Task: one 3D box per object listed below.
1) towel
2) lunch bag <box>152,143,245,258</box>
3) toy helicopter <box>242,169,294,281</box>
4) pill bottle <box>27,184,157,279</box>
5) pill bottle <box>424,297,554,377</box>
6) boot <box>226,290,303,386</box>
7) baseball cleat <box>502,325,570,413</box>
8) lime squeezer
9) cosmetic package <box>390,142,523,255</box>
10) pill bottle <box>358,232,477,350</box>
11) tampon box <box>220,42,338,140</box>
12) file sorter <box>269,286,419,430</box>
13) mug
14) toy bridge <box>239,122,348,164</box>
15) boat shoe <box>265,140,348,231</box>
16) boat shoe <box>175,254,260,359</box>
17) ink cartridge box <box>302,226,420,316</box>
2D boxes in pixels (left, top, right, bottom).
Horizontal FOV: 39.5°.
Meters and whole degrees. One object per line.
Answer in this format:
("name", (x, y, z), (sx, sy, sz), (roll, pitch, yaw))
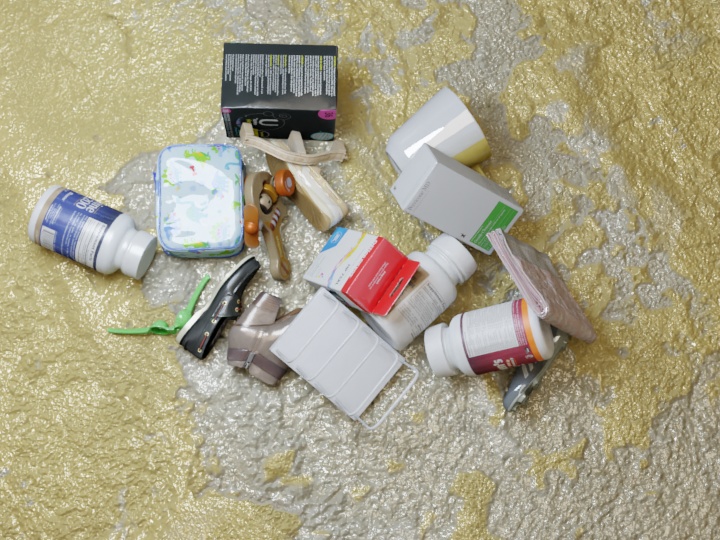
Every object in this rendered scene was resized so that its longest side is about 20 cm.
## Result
("towel", (0.310, 0.026, 1.691), (0.032, 0.200, 0.191), (-40, 54, 21))
("lunch bag", (-0.283, -0.123, 1.771), (0.161, 0.082, 0.200), (-2, 78, -4))
("toy helicopter", (-0.160, -0.072, 1.738), (0.079, 0.132, 0.200), (-5, 109, 24))
("pill bottle", (-0.459, -0.061, 1.735), (0.200, 0.111, 0.111), (24, 78, 2))
("pill bottle", (0.218, 0.117, 1.701), (0.200, 0.110, 0.110), (-16, 78, 20))
("boot", (-0.128, 0.130, 1.740), (0.200, 0.070, 0.146), (21, 86, 0))
("baseball cleat", (0.289, 0.151, 1.757), (0.106, 0.070, 0.200), (35, 74, 18))
("lime squeezer", (-0.340, 0.081, 1.749), (0.200, 0.038, 0.071), (-30, 81, -7))
("cosmetic package", (0.166, -0.122, 1.730), (0.200, 0.085, 0.108), (23, 113, -28))
("pill bottle", (0.101, 0.033, 1.739), (0.200, 0.114, 0.114), (-43, 83, -10))
("tampon box", (-0.141, -0.315, 1.782), (0.200, 0.150, 0.126), (1, 77, -2))
("file sorter", (-0.022, 0.151, 1.666), (0.200, 0.125, 0.139), (42, 85, -18))
("mug", (0.139, -0.208, 1.780), (0.153, 0.149, 0.187), (-34, 75, -1))
("toy bridge", (-0.112, -0.216, 1.774), (0.200, 0.027, 0.067), (7, 41, -25))
("boat shoe", (-0.096, -0.158, 1.798), (0.069, 0.074, 0.200), (-27, 71, -31))
("boat shoe", (-0.234, 0.063, 1.739), (0.063, 0.074, 0.201), (36, 86, 10))
("ink cartridge box", (0.000, 0.000, 1.698), (0.067, 0.200, 0.116), (41, 77, -29))
